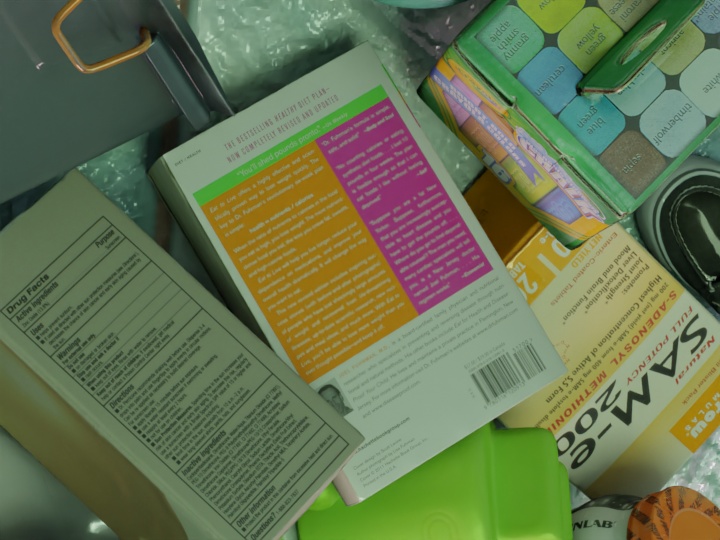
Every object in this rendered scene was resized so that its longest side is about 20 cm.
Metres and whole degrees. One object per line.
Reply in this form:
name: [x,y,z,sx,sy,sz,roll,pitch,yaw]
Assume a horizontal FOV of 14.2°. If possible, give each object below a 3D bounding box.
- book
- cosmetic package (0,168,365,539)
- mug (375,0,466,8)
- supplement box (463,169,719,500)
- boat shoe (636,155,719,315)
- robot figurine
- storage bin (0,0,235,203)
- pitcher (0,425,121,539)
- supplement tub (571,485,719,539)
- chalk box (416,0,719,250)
book: [0.000,0.000,1.480,0.133,0.048,0.200,-30,89,-16]
cosmetic package: [-0.109,0.059,1.417,0.105,0.200,0.071,-44,176,-35]
mug: [0.015,-0.205,1.404,0.184,0.114,0.152,-2,116,-28]
supplement box: [0.119,0.037,1.614,0.126,0.074,0.200,-48,128,2]
boat shoe: [0.231,0.007,1.670,0.069,0.057,0.200,-45,127,0]
robot figurine: [0.012,0.135,1.556,0.199,0.116,0.176,-8,152,10]
storage bin: [-0.166,-0.124,1.344,0.134,0.146,0.200,-32,126,2]
pitcher: [-0.227,0.132,1.461,0.200,0.121,0.172,8,125,-43]
supplement tub: [0.118,0.203,1.622,0.200,0.123,0.122,-32,135,33]
chalk box: [0.120,-0.103,1.432,0.124,0.200,0.124,-44,89,-9]
